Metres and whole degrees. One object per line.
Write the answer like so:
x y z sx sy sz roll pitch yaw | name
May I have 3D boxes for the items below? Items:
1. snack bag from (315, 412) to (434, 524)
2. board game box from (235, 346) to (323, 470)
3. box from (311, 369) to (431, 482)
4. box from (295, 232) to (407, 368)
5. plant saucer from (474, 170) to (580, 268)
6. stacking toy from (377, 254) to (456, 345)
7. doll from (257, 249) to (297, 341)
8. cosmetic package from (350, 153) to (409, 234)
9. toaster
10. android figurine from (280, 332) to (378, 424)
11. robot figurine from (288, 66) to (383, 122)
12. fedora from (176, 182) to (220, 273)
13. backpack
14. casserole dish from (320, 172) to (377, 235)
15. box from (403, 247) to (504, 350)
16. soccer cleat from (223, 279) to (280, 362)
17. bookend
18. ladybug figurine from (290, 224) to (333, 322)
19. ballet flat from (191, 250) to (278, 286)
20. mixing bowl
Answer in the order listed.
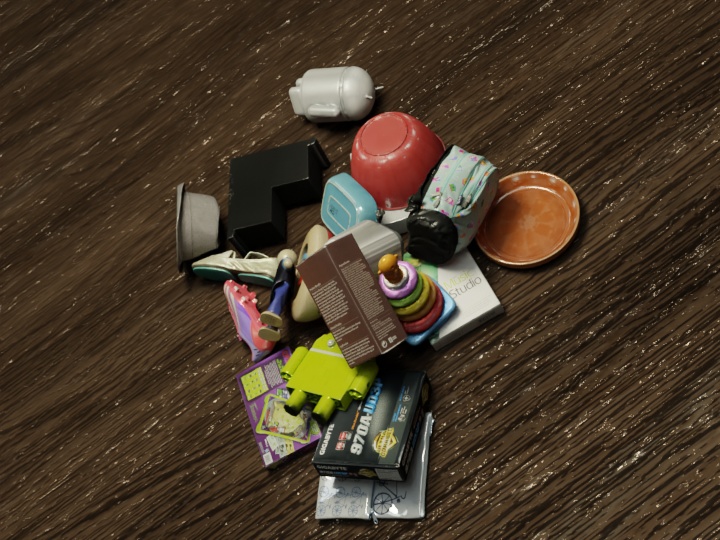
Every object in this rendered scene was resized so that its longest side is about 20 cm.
0.025 0.331 1.490 0.197 0.021 0.191 -4 59 21 | snack bag
-0.148 0.250 1.608 0.119 0.032 0.201 -30 55 9 | board game box
0.023 0.258 1.484 0.157 0.046 0.201 -2 43 24 | box
-0.016 0.052 1.471 0.075 0.202 0.100 -29 -1 -41 | box
0.305 -0.092 1.618 0.198 0.032 0.203 -11 58 18 | plant saucer
0.071 0.028 1.498 0.116 0.200 0.110 -43 54 -3 | stacking toy
-0.148 0.033 1.655 0.048 0.137 0.201 12 42 -1 | doll
0.066 -0.166 1.751 0.149 0.052 0.202 -17 56 15 | cosmetic package
0.000 0.000 1.580 0.113 0.202 0.129 29 38 32 | toaster
-0.050 0.176 1.547 0.180 0.041 0.201 9 50 34 | android figurine
-0.052 -0.379 1.890 0.197 0.114 0.171 2 43 24 | robot figurine
-0.337 -0.091 1.826 0.089 0.179 0.201 -2 27 -11 | fedora
0.166 -0.123 1.592 0.126 0.167 0.201 27 67 11 | backpack
-0.027 -0.111 1.704 0.038 0.123 0.200 -3 29 -28 | casserole dish
0.154 0.029 1.606 0.143 0.036 0.201 -30 52 4 | box
-0.226 0.093 1.716 0.077 0.066 0.200 -53 49 13 | soccer cleat
-0.166 -0.149 1.814 0.197 0.092 0.201 -12 59 14 | bookend
-0.082 0.007 1.676 0.071 0.136 0.202 15 66 -13 | ladybug figurine
-0.245 -0.009 1.783 0.197 0.068 0.063 8 65 16 | ballet flat
0.060 -0.229 1.696 0.197 0.109 0.202 -9 59 16 | mixing bowl
